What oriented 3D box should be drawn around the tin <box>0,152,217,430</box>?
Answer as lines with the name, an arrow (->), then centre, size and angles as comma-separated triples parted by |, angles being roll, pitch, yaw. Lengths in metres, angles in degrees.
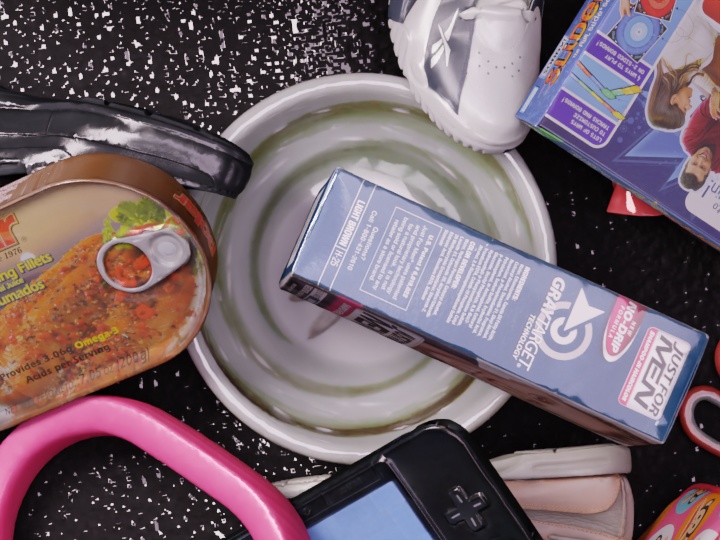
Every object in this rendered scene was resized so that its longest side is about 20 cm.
tin -> -0.164, 0.011, 1.481 | 0.199, 0.042, 0.112 | -22, 120, 21

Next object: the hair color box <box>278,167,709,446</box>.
hair color box -> 0.063, 0.021, 1.465 | 0.199, 0.100, 0.061 | 24, 85, -3

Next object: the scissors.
scissors -> 0.267, 0.090, 1.573 | 0.199, 0.014, 0.073 | 22, 82, -4

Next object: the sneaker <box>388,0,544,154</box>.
sneaker -> 0.074, -0.169, 1.493 | 0.079, 0.130, 0.200 | 10, 68, -20

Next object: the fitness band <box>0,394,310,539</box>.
fitness band -> -0.110, 0.147, 1.485 | 0.200, 0.037, 0.144 | 31, 99, 27

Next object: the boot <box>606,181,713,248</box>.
boot -> 0.151, -0.112, 1.550 | 0.200, 0.072, 0.144 | 45, 85, -4

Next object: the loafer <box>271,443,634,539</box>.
loafer -> 0.043, 0.128, 1.519 | 0.199, 0.072, 0.063 | -6, 86, -5

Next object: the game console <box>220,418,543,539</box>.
game console -> 0.002, 0.200, 1.445 | 0.200, 0.116, 0.176 | -31, 98, 25

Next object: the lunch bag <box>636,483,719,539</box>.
lunch bag -> 0.148, 0.200, 1.471 | 0.082, 0.176, 0.200 | 37, 84, -2

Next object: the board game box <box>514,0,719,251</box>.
board game box -> 0.195, -0.082, 1.505 | 0.200, 0.034, 0.136 | 32, 91, -20

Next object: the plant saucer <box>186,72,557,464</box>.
plant saucer -> 0.000, 0.000, 1.536 | 0.199, 0.050, 0.201 | 0, 86, -6

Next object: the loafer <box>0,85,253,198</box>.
loafer -> -0.151, -0.052, 1.502 | 0.200, 0.068, 0.071 | 9, 85, 17
